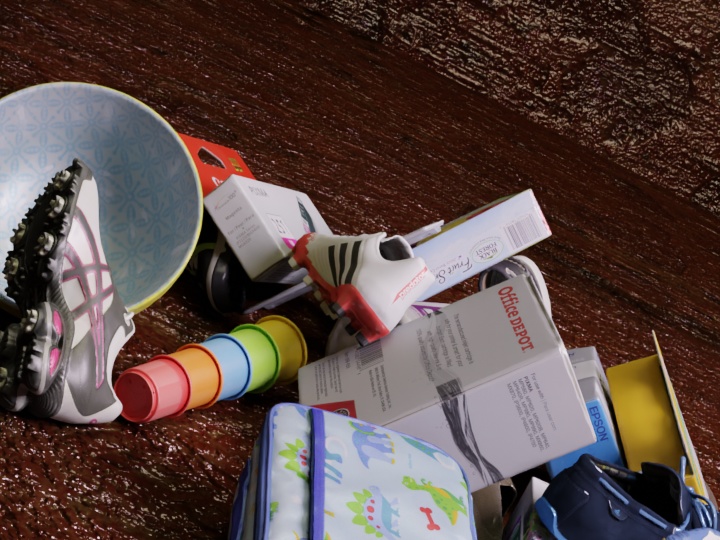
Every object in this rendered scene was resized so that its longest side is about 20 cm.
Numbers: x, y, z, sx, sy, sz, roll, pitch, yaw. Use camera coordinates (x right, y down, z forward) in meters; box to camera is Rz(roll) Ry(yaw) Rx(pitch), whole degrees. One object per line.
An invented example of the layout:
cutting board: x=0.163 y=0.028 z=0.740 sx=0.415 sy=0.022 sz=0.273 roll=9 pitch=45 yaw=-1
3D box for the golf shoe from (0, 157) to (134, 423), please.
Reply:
golf shoe: x=-0.207 y=0.017 z=0.957 sx=0.088 sy=0.077 sz=0.201 roll=26 pitch=52 yaw=-36

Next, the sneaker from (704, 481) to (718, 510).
sneaker: x=0.271 y=0.189 z=1.316 sx=0.075 sy=0.070 sz=0.200 roll=39 pitch=7 yaw=-46

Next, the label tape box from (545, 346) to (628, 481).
label tape box: x=0.202 y=0.148 z=1.174 sx=0.200 sy=0.066 sz=0.144 roll=-57 pitch=127 yaw=-71

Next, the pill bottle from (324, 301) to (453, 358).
pill bottle: x=0.070 y=0.085 z=1.197 sx=0.199 sy=0.113 sz=0.112 roll=6 pitch=27 yaw=-48

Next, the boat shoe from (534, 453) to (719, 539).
boat shoe: x=0.217 y=0.177 z=0.970 sx=0.199 sy=0.069 sz=0.084 roll=13 pitch=24 yaw=-44

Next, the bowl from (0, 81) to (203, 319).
bowl: x=-0.228 y=-0.035 z=1.060 sx=0.199 sy=0.201 sz=0.108 roll=27 pitch=-25 yaw=-1

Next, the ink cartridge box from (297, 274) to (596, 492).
ink cartridge box: x=0.060 y=0.098 z=0.997 sx=0.144 sy=0.199 sz=0.084 roll=-100 pitch=165 yaw=-68

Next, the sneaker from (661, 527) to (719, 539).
sneaker: x=0.239 y=0.248 z=0.932 sx=0.200 sy=0.075 sz=0.089 roll=55 pitch=18 yaw=-51

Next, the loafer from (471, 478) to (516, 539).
loafer: x=0.085 y=0.173 z=1.051 sx=0.067 sy=0.076 sz=0.200 roll=28 pitch=28 yaw=0

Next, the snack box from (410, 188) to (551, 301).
snack box: x=0.072 y=-0.009 z=1.280 sx=0.053 sy=0.199 sz=0.142 roll=64 pitch=-5 yaw=-1

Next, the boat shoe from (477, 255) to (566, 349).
boat shoe: x=0.170 y=0.082 z=1.310 sx=0.060 sy=0.074 sz=0.202 roll=-10 pitch=81 yaw=-55

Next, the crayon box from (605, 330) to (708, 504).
crayon box: x=0.256 y=0.162 z=1.122 sx=0.126 sy=0.051 sz=0.201 roll=-95 pitch=163 yaw=-44

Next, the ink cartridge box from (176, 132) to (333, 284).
ink cartridge box: x=-0.097 y=-0.067 z=1.267 sx=0.174 sy=0.043 sz=0.200 roll=57 pitch=13 yaw=11

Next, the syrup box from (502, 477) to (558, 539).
syrup box: x=0.137 y=0.234 z=0.938 sx=0.081 sy=0.079 sz=0.200 roll=27 pitch=18 yaw=-2

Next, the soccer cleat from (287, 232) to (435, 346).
soccer cleat: x=0.000 y=0.000 z=1.098 sx=0.069 sy=0.085 sz=0.200 roll=54 pitch=-5 yaw=-21

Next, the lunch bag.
lunch bag: x=-0.006 y=0.178 z=0.835 sx=0.160 sy=0.083 sz=0.201 roll=19 pitch=30 yaw=-11

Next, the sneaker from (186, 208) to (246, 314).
sneaker: x=-0.155 y=-0.017 z=1.261 sx=0.082 sy=0.072 sz=0.200 roll=-9 pitch=29 yaw=-3

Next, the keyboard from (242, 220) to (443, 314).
keyboard: x=-0.017 y=-0.002 z=1.223 sx=0.056 sy=0.199 sz=0.011 roll=-8 pitch=75 yaw=-67

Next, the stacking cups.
stacking cups: x=-0.116 y=0.083 z=1.037 sx=0.060 sy=0.061 sz=0.200 roll=34 pitch=24 yaw=19
